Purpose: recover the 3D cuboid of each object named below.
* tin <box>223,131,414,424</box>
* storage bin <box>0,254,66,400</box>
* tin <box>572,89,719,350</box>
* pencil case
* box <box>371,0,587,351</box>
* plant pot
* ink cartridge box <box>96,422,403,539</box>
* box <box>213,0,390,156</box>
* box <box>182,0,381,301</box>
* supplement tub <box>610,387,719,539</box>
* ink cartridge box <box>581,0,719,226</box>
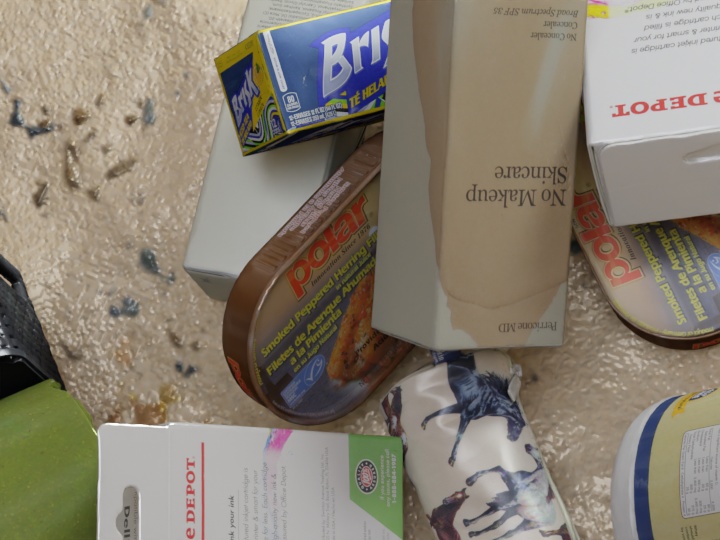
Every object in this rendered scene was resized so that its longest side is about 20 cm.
[{"bbox_3d":[0.000,0.000,1.577,0.200,0.112,0.042,-46,42,-17],"label":"tin"},{"bbox_3d":[-0.292,0.069,1.616,0.199,0.135,0.094,-26,70,2],"label":"storage bin"},{"bbox_3d":[0.176,-0.046,1.613,0.111,0.042,0.201,-24,70,-1],"label":"tin"},{"bbox_3d":[0.085,0.139,1.551,0.089,0.078,0.201,-32,68,20],"label":"pencil case"},{"bbox_3d":[0.067,-0.059,1.526,0.094,0.078,0.202,-3,100,-28],"label":"box"},{"bbox_3d":[-0.226,0.162,1.563,0.189,0.200,0.200,-34,69,-13],"label":"plant pot"},{"bbox_3d":[-0.075,0.149,1.519,0.199,0.067,0.118,7,78,-32],"label":"ink cartridge box"},{"bbox_3d":[0.019,-0.125,1.594,0.199,0.070,0.065,-17,88,-28],"label":"box"},{"bbox_3d":[-0.044,-0.079,1.649,0.082,0.068,0.202,11,76,14],"label":"box"},{"bbox_3d":[0.252,0.125,1.453,0.199,0.144,0.146,-15,68,36],"label":"supplement tub"},{"bbox_3d":[0.202,-0.134,1.558,0.144,0.084,0.201,-7,53,10],"label":"ink cartridge box"}]
